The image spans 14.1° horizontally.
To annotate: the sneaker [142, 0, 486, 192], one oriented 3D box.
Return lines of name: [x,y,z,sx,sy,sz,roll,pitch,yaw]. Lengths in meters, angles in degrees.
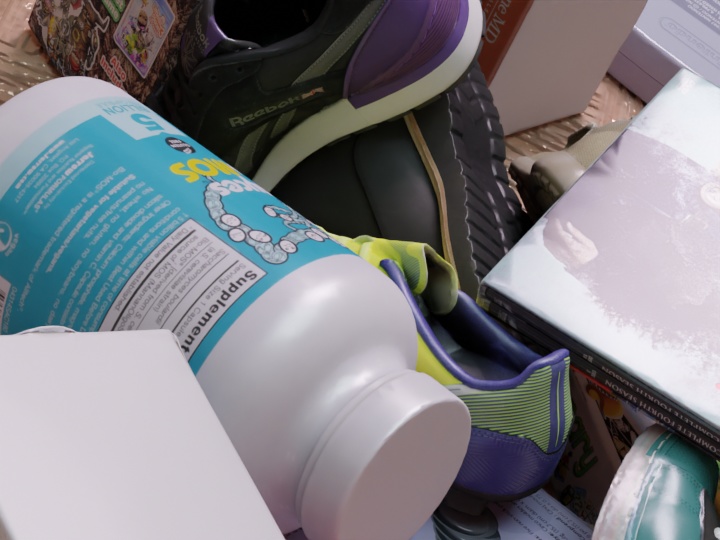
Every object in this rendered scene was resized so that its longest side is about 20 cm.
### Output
sneaker: [-0.055,-0.077,1.170,0.088,0.200,0.076,33,30,-49]

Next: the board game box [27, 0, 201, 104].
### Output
board game box: [-0.030,-0.154,1.269,0.159,0.200,0.097,-9,51,-36]

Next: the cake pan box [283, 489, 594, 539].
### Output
cake pan box: [-0.039,0.092,1.090,0.200,0.052,0.184,37,37,27]

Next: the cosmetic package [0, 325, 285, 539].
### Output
cosmetic package: [-0.075,0.117,0.908,0.108,0.085,0.200,1,45,-40]

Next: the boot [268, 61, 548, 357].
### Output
boot: [0.000,0.000,1.200,0.077,0.138,0.200,37,33,-49]

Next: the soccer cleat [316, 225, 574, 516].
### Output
soccer cleat: [0.001,0.011,1.103,0.200,0.084,0.065,34,37,28]

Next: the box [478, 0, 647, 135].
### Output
box: [0.039,-0.175,1.392,0.097,0.124,0.200,-19,57,-42]

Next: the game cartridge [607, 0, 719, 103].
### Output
game cartridge: [0.185,-0.118,1.483,0.200,0.040,0.133,38,37,12]

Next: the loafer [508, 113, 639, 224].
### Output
loafer: [0.109,-0.027,1.243,0.068,0.200,0.076,-22,92,0]

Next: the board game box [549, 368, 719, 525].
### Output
board game box: [0.134,0.103,1.180,0.126,0.035,0.200,23,33,-37]

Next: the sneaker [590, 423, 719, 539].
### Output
sneaker: [0.111,0.145,1.034,0.080,0.071,0.200,11,53,11]

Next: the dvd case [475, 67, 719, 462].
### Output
dvd case: [0.165,0.016,1.096,0.200,0.022,0.146,34,56,18]

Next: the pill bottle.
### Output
pill bottle: [-0.057,0.022,1.040,0.200,0.111,0.111,35,38,27]
